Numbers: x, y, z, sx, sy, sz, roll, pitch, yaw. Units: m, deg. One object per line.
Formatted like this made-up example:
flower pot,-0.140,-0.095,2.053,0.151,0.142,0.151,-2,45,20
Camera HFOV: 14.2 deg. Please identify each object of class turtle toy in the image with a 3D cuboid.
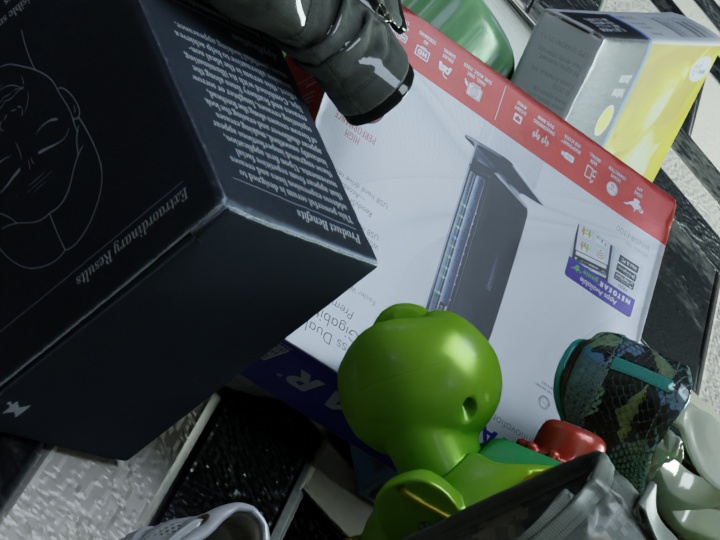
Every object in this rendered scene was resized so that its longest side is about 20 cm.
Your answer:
turtle toy,0.054,0.107,1.190,0.200,0.146,0.101,58,30,-20

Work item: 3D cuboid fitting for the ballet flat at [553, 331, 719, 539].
ballet flat,0.139,0.103,1.270,0.200,0.074,0.074,60,9,-50

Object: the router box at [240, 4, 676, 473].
router box,0.038,-0.001,1.289,0.200,0.049,0.180,33,58,-27

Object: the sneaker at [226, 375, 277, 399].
sneaker,0.000,0.000,1.343,0.200,0.078,0.112,7,70,-37

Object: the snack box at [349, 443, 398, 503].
snack box,0.066,0.100,1.452,0.200,0.037,0.116,35,30,-38

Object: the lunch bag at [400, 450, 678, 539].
lunch bag,0.063,0.178,1.101,0.164,0.200,0.118,51,26,-11

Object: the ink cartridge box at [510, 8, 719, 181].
ink cartridge box,0.104,-0.042,1.526,0.047,0.200,0.198,29,15,19

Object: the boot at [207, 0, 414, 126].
boot,-0.037,-0.157,1.220,0.131,0.068,0.200,40,32,-41

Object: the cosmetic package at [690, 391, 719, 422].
cosmetic package,0.160,0.123,1.463,0.200,0.073,0.104,40,27,-35

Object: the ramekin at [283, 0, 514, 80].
ramekin,-0.015,-0.131,1.450,0.200,0.098,0.200,46,-5,5

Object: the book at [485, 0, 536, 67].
book,0.013,-0.138,1.590,0.200,0.134,0.048,48,53,-13

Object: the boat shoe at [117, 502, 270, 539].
boat shoe,-0.073,0.145,1.067,0.071,0.069,0.200,48,23,-18

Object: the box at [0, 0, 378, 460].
box,-0.109,-0.050,1.182,0.107,0.148,0.200,21,38,-52
